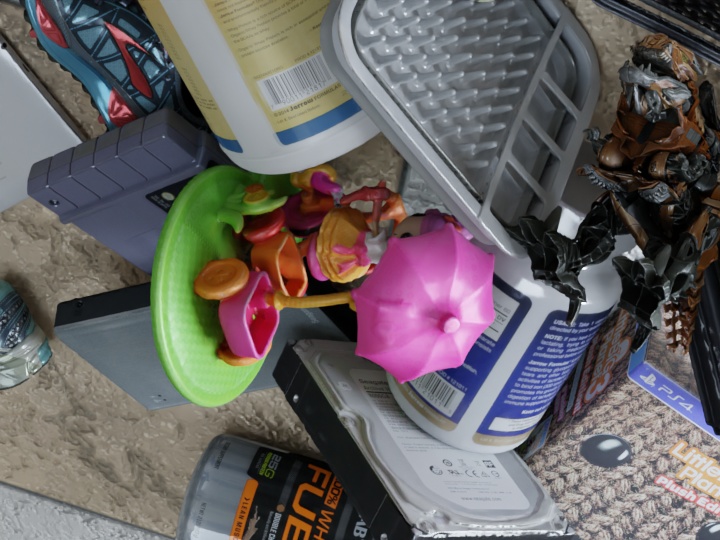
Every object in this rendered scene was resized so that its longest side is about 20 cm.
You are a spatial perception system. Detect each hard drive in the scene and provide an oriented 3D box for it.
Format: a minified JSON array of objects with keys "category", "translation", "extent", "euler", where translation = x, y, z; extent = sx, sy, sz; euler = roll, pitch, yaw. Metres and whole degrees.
[{"category":"hard drive","translation":[-0.103,0.047,1.146],"extent":[0.199,0.033,0.140],"euler":[-12,146,22]},{"category":"hard drive","translation":[0.040,0.121,1.060],"extent":[0.139,0.200,0.038],"euler":[7,120,-35]}]

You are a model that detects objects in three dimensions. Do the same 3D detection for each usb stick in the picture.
[{"category":"usb stick","translation":[0.212,0.002,0.974],"extent":[0.032,0.055,0.201],"euler":[-13,93,28]}]

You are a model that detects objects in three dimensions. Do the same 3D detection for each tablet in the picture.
[{"category":"tablet","translation":[-0.302,-0.095,1.154],"extent":[0.199,0.014,0.130],"euler":[-23,116,32]}]

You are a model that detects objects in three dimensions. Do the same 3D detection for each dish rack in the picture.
[{"category":"dish rack","translation":[0.056,-0.122,0.899],"extent":[0.043,0.172,0.200],"euler":[-7,137,42]}]

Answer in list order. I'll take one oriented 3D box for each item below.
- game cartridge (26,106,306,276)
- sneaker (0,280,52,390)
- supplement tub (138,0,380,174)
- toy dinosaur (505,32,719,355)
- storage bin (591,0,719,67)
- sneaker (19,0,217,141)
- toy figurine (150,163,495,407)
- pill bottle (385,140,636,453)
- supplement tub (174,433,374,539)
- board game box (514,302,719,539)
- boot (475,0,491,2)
[{"category":"game cartridge","translation":[-0.115,-0.033,1.076],"extent":[0.129,0.039,0.200],"euler":[-14,145,32]},{"category":"sneaker","translation":[-0.347,0.051,1.258],"extent":[0.199,0.078,0.087],"euler":[-10,111,17]},{"category":"supplement tub","translation":[-0.058,-0.175,0.920],"extent":[0.144,0.145,0.201],"euler":[-12,122,27]},{"category":"toy dinosaur","translation":[0.173,-0.030,0.884],"extent":[0.102,0.136,0.201],"euler":[-1,125,54]},{"category":"storage bin","translation":[0.217,-0.219,0.825],"extent":[0.135,0.094,0.201],"euler":[26,130,-2]},{"category":"sneaker","translation":[-0.144,-0.155,1.021],"extent":[0.095,0.080,0.200],"euler":[-16,130,22]},{"category":"toy figurine","translation":[0.000,0.000,0.952],"extent":[0.183,0.200,0.151],"euler":[4,130,26]},{"category":"pill bottle","translation":[0.105,0.015,1.028],"extent":[0.115,0.116,0.201],"euler":[27,124,-3]},{"category":"supplement tub","translation":[-0.039,0.213,1.235],"extent":[0.199,0.123,0.123],"euler":[15,130,6]},{"category":"board game box","translation":[0.207,0.129,1.100],"extent":[0.159,0.097,0.200],"euler":[33,130,-9]},{"category":"boot","translation":[0.090,-0.253,0.801],"extent":[0.073,0.154,0.204],"euler":[15,131,7]}]
